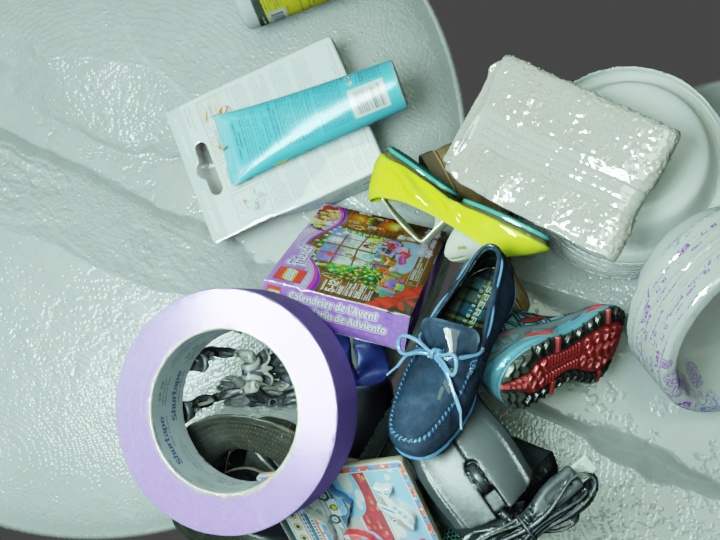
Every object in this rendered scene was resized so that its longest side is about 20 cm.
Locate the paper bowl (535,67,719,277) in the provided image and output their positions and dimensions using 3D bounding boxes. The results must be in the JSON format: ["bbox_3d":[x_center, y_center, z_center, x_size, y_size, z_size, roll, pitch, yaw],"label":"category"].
[{"bbox_3d":[0.262,-0.101,1.000,0.198,0.104,0.203,-2,77,7],"label":"paper bowl"}]

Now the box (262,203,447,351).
[{"bbox_3d":[0.000,0.000,0.975,0.135,0.200,0.040,13,116,9],"label":"box"}]

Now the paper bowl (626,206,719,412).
[{"bbox_3d":[0.334,0.023,0.932,0.199,0.201,0.105,-32,44,-1],"label":"paper bowl"}]

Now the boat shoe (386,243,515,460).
[{"bbox_3d":[0.070,0.060,0.866,0.083,0.069,0.201,10,56,22],"label":"boat shoe"}]

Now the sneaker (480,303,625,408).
[{"bbox_3d":[0.172,0.060,0.962,0.095,0.198,0.080,31,119,39],"label":"sneaker"}]

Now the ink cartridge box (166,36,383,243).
[{"bbox_3d":[-0.088,-0.134,1.087,0.198,0.047,0.162,-24,77,4],"label":"ink cartridge box"}]

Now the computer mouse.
[{"bbox_3d":[0.092,0.153,0.865,0.138,0.053,0.200,-40,51,-4],"label":"computer mouse"}]

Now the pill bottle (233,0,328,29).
[{"bbox_3d":[-0.050,-0.345,1.091,0.198,0.113,0.114,-21,76,1],"label":"pill bottle"}]

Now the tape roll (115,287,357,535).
[{"bbox_3d":[-0.105,0.116,0.864,0.197,0.066,0.203,0,88,16],"label":"tape roll"}]

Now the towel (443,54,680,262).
[{"bbox_3d":[0.179,-0.108,0.939,0.199,0.034,0.134,30,95,30],"label":"towel"}]

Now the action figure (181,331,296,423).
[{"bbox_3d":[-0.110,0.088,1.002,0.101,0.199,0.121,12,106,45],"label":"action figure"}]

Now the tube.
[{"bbox_3d":[-0.051,-0.155,1.041,0.198,0.050,0.078,-19,72,8],"label":"tube"}]

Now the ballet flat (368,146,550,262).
[{"bbox_3d":[0.087,-0.048,0.972,0.199,0.067,0.068,33,98,26],"label":"ballet flat"}]

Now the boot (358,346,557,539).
[{"bbox_3d":[0.108,0.151,0.944,0.167,0.077,0.201,17,60,28],"label":"boot"}]

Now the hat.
[{"bbox_3d":[-0.091,0.198,0.977,0.198,0.081,0.203,8,122,12],"label":"hat"}]

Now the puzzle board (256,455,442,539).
[{"bbox_3d":[0.007,0.257,0.916,0.149,0.017,0.202,-12,114,27],"label":"puzzle board"}]

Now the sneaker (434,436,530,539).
[{"bbox_3d":[0.105,0.236,0.978,0.199,0.078,0.092,-33,60,-5],"label":"sneaker"}]

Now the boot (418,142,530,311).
[{"bbox_3d":[0.133,-0.046,1.030,0.075,0.074,0.202,-23,73,-5],"label":"boot"}]

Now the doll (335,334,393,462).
[{"bbox_3d":[0.003,0.119,1.001,0.135,0.048,0.203,-7,88,-31],"label":"doll"}]
